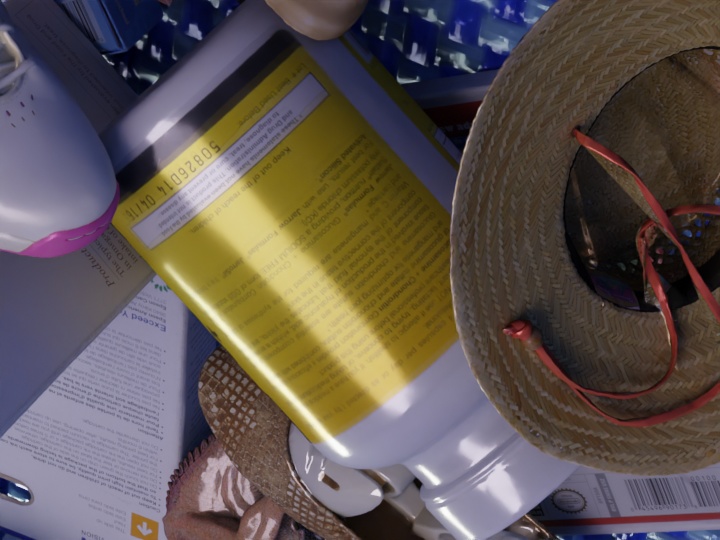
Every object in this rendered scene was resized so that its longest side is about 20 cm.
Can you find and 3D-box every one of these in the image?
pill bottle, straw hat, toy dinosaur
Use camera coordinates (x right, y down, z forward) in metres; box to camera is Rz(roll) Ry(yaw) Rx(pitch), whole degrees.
[{"bbox_3d":[0.000,0.000,0.998,0.200,0.112,0.112,48,133,-7],"label":"pill bottle"},{"bbox_3d":[0.101,-0.038,0.945,0.085,0.201,0.201,-130,22,-60],"label":"straw hat"},{"bbox_3d":[-0.046,0.129,1.168,0.135,0.086,0.200,2,118,38],"label":"toy dinosaur"}]

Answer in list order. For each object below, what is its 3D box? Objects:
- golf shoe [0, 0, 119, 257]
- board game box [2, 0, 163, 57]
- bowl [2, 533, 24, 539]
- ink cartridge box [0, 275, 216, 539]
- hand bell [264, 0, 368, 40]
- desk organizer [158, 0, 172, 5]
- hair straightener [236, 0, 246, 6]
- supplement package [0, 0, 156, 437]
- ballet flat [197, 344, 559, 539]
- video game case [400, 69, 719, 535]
[{"bbox_3d":[-0.155,-0.089,0.929,0.200,0.075,0.092,44,144,10],"label":"golf shoe"},{"bbox_3d":[-0.180,-0.168,1.067,0.151,0.037,0.200,-7,117,35],"label":"board game box"},{"bbox_3d":[-0.157,0.184,1.244,0.201,0.090,0.201,43,166,13],"label":"bowl"},{"bbox_3d":[-0.156,0.024,1.187,0.196,0.043,0.200,19,131,17],"label":"ink cartridge box"},{"bbox_3d":[0.058,-0.154,0.909,0.200,0.104,0.104,-16,112,26],"label":"hand bell"},{"bbox_3d":[-0.130,-0.164,0.854,0.200,0.077,0.072,23,164,-3],"label":"desk organizer"},{"bbox_3d":[-0.087,-0.141,0.971,0.077,0.041,0.200,-1,153,46],"label":"hair straightener"},{"bbox_3d":[-0.164,0.004,1.015,0.117,0.200,0.117,49,130,-7],"label":"supplement package"},{"bbox_3d":[0.025,0.090,1.074,0.200,0.071,0.065,38,161,-8],"label":"ballet flat"},{"bbox_3d":[0.064,0.016,1.059,0.143,0.017,0.200,-6,118,35],"label":"video game case"}]
